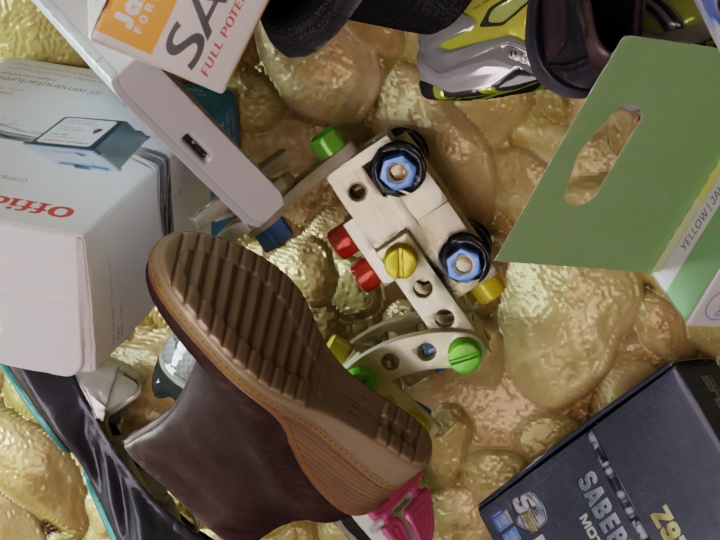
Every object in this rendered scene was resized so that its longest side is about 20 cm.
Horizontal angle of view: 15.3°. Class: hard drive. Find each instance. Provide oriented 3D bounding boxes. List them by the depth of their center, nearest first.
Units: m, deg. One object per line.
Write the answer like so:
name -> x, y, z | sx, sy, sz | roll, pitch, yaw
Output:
hard drive -> -0.125, -0.111, 1.377 | 0.027, 0.200, 0.132 | -43, 134, 1

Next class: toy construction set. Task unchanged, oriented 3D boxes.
toy construction set -> 0.000, 0.000, 1.443 | 0.131, 0.092, 0.200 | -33, 116, 11

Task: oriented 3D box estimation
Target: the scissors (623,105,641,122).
scissors -> 0.145, -0.083, 1.400 | 0.200, 0.014, 0.073 | 16, 118, 14

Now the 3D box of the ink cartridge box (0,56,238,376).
ink cartridge box -> -0.168, -0.033, 1.439 | 0.146, 0.200, 0.086 | 9, 117, 17

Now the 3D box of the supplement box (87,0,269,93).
supplement box -> -0.079, -0.184, 1.317 | 0.073, 0.200, 0.126 | 22, 109, -15

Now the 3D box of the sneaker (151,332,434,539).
sneaker -> -0.043, 0.098, 1.529 | 0.200, 0.074, 0.087 | 46, 126, -2

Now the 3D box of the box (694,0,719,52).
box -> 0.140, -0.205, 1.199 | 0.048, 0.122, 0.200 | -27, 79, -5

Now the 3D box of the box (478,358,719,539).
box -> 0.171, 0.171, 1.441 | 0.158, 0.051, 0.200 | -39, 69, 31

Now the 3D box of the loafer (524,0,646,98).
loafer -> 0.120, -0.184, 1.287 | 0.072, 0.063, 0.200 | 6, 84, -18

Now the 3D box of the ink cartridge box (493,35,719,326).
ink cartridge box -> 0.183, -0.039, 1.313 | 0.048, 0.200, 0.146 | 57, 132, 38

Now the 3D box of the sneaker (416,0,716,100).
sneaker -> 0.120, -0.136, 1.353 | 0.200, 0.075, 0.077 | -9, 90, 16

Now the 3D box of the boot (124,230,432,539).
boot -> -0.077, 0.072, 1.418 | 0.200, 0.072, 0.166 | 42, 137, -23

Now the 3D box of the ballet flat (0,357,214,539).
ballet flat -> -0.146, 0.098, 1.578 | 0.073, 0.073, 0.200 | -28, 95, 30

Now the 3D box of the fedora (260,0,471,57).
fedora -> 0.025, -0.191, 1.326 | 0.091, 0.201, 0.201 | 18, 124, -22
